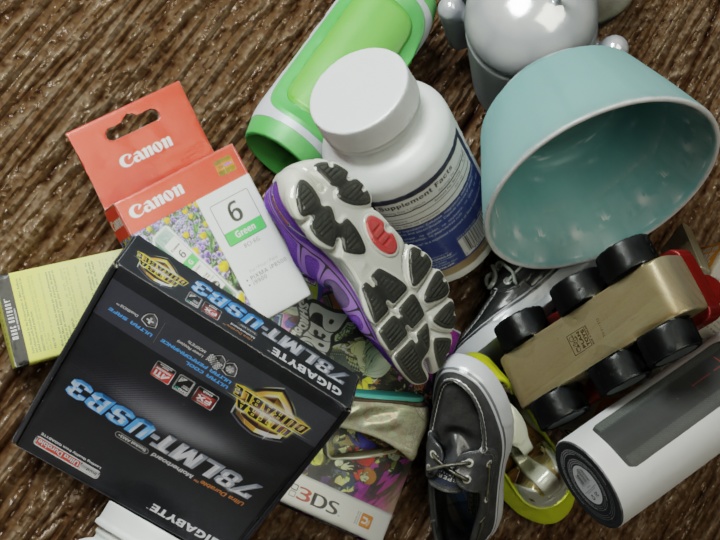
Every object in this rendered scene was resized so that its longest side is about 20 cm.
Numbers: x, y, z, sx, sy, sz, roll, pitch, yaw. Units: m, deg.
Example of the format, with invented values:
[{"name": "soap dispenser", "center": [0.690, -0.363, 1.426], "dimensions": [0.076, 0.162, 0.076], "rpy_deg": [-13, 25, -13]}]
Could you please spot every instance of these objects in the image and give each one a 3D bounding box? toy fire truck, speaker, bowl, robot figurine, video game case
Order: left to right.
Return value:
[{"name": "video game case", "center": [-0.028, 0.107, 0.958], "dimensions": [0.180, 0.036, 0.202], "rpy_deg": [27, 75, -15]}, {"name": "speaker", "center": [-0.015, -0.172, 0.972], "dimensions": [0.088, 0.088, 0.201], "rpy_deg": [38, 73, -12]}, {"name": "robot figurine", "center": [0.149, -0.198, 0.974], "dimensions": [0.168, 0.200, 0.114], "rpy_deg": [15, 74, 15]}, {"name": "bowl", "center": [0.176, -0.104, 0.910], "dimensions": [0.199, 0.202, 0.106], "rpy_deg": [-7, 56, -20]}, {"name": "toy fire truck", "center": [0.229, 0.036, 0.955], "dimensions": [0.199, 0.176, 0.130], "rpy_deg": [-2, 61, -48]}, {"name": "speaker", "center": [0.257, 0.120, 0.903], "dimensions": [0.199, 0.081, 0.082], "rpy_deg": [-30, 94, -18]}]

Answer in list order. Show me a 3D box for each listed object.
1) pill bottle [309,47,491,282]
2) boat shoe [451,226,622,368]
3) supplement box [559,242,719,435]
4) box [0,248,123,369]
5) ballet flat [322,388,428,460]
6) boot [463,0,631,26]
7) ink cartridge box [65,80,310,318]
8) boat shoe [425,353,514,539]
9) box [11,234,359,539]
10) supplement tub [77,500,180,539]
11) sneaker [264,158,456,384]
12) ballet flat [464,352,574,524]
[{"name": "pill bottle", "center": [0.035, -0.083, 0.914], "dimensions": [0.111, 0.110, 0.200], "rpy_deg": [-57, 143, -17]}, {"name": "boat shoe", "center": [0.149, 0.014, 1.009], "dimensions": [0.199, 0.074, 0.068], "rpy_deg": [-44, 61, 6]}, {"name": "supplement box", "center": [0.279, 0.079, 1.024], "dimensions": [0.073, 0.126, 0.201], "rpy_deg": [36, 72, -13]}, {"name": "box", "center": [-0.188, 0.019, 0.904], "dimensions": [0.198, 0.050, 0.076], "rpy_deg": [-15, 89, -20]}, {"name": "ballet flat", "center": [-0.035, 0.119, 0.901], "dimensions": [0.198, 0.067, 0.063], "rpy_deg": [11, 90, -19]}, {"name": "boot", "center": [0.194, -0.274, 1.035], "dimensions": [0.198, 0.130, 0.068], "rpy_deg": [-5, 85, -20]}, {"name": "ink cartridge box", "center": [-0.134, -0.042, 0.875], "dimensions": [0.108, 0.050, 0.201], "rpy_deg": [-30, 96, -22]}, {"name": "boat shoe", "center": [0.080, 0.163, 0.926], "dimensions": [0.069, 0.202, 0.066], "rpy_deg": [19, 41, 25]}, {"name": "box", "center": [-0.134, 0.104, 0.842], "dimensions": [0.199, 0.199, 0.050], "rpy_deg": [33, 29, -9]}, {"name": "supplement tub", "center": [-0.183, 0.288, 0.822], "dimensions": [0.145, 0.145, 0.201], "rpy_deg": [32, 73, -13]}, {"name": "sneaker", "center": [0.000, 0.000, 0.878], "dimensions": [0.081, 0.083, 0.201], "rpy_deg": [-41, 103, -28]}, {"name": "ballet flat", "center": [0.138, 0.157, 0.972], "dimensions": [0.067, 0.067, 0.201], "rpy_deg": [-38, 112, -10]}]
